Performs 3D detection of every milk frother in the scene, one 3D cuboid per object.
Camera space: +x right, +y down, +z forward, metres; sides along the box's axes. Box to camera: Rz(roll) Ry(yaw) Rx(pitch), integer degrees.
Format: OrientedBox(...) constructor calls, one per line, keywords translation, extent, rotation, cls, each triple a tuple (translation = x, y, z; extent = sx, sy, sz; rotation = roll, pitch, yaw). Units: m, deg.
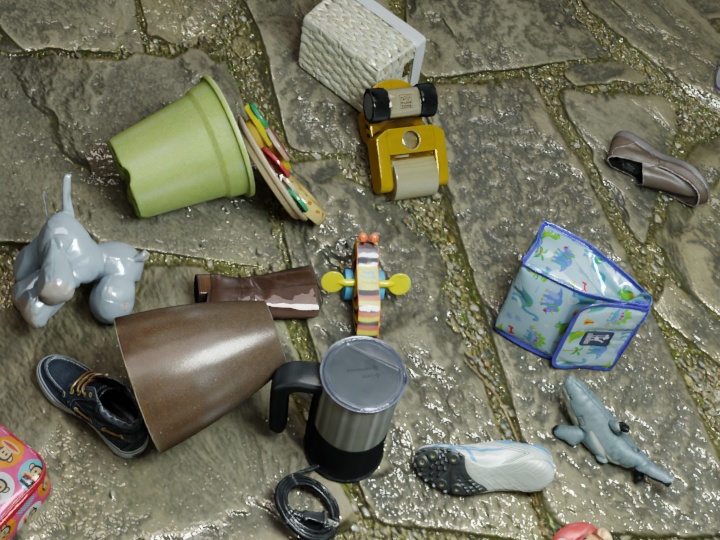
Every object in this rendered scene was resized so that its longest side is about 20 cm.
OrientedBox(translation=(-0.029, 0.225, 1.520), extent=(0.177, 0.189, 0.202), rotation=(-5, 54, -14), cls="milk frother")

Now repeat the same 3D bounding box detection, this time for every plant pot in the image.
OrientedBox(translation=(-0.204, 0.119, 1.541), extent=(0.197, 0.188, 0.189), rotation=(-19, 57, -8), cls="plant pot")
OrientedBox(translation=(-0.286, -0.175, 1.795), extent=(0.182, 0.202, 0.202), rotation=(-23, 59, -13), cls="plant pot")

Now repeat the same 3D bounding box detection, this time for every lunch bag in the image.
OrientedBox(translation=(0.320, 0.055, 1.734), extent=(0.198, 0.171, 0.128), rotation=(27, 52, 8), cls="lunch bag")
OrientedBox(translation=(-0.513, 0.271, 1.462), extent=(0.198, 0.082, 0.177), rotation=(31, 57, 15), cls="lunch bag")

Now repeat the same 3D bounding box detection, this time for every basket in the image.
OrientedBox(translation=(-0.002, -0.385, 2.033), extent=(0.199, 0.136, 0.123), rotation=(38, 57, 18), cls="basket")

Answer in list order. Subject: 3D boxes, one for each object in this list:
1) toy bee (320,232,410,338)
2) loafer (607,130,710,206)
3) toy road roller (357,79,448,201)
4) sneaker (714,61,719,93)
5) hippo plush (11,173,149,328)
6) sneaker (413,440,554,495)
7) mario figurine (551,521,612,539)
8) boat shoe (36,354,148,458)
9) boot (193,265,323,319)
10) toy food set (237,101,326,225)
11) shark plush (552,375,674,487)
OrientedBox(translation=(0.000, 0.000, 1.753), extent=(0.129, 0.109, 0.202), rotation=(-16, 57, -20), cls="toy bee")
OrientedBox(translation=(0.513, -0.164, 2.015), extent=(0.199, 0.073, 0.071), rotation=(33, 64, 20), cls="loafer")
OrientedBox(translation=(0.062, -0.220, 1.947), extent=(0.121, 0.146, 0.204), rotation=(-9, 92, -18), cls="toy road roller")
OrientedBox(translation=(0.740, -0.339, 2.200), extent=(0.098, 0.075, 0.202), rotation=(12, 49, -26), cls="sneaker")
OrientedBox(translation=(-0.404, 0.001, 1.676), extent=(0.159, 0.158, 0.203), rotation=(20, 61, -35), cls="hippo plush")
OrientedBox(translation=(0.171, 0.270, 1.613), extent=(0.196, 0.073, 0.073), rotation=(4, 17, 0), cls="sneaker")
OrientedBox(translation=(0.337, 0.406, 1.508), extent=(0.198, 0.107, 0.124), rotation=(31, 55, 11), cls="mario figurine")
OrientedBox(translation=(-0.362, 0.162, 1.564), extent=(0.199, 0.092, 0.071), rotation=(36, 54, 17), cls="boat shoe")
OrientedBox(translation=(-0.138, 0.072, 1.704), extent=(0.197, 0.065, 0.189), rotation=(-1, 55, -18), cls="boot")
OrientedBox(translation=(-0.129, -0.162, 1.805), extent=(0.048, 0.198, 0.202), rotation=(-32, 68, 2), cls="toy food set")
OrientedBox(translation=(0.357, 0.241, 1.652), extent=(0.090, 0.084, 0.201), rotation=(-23, 60, -26), cls="shark plush")
